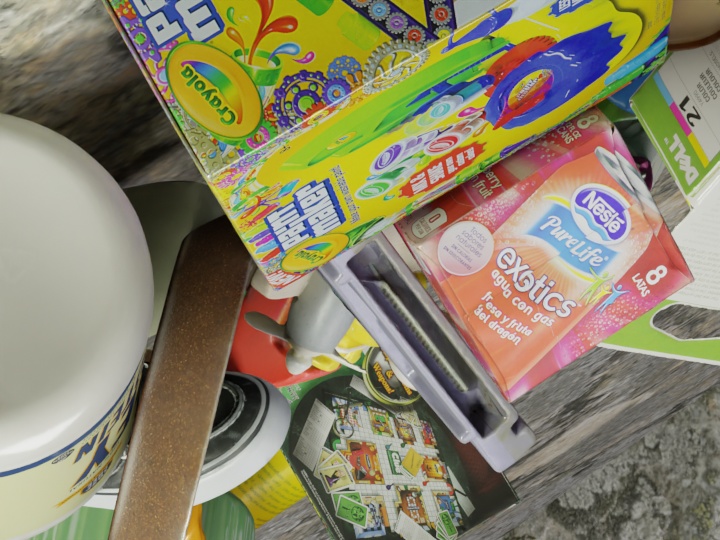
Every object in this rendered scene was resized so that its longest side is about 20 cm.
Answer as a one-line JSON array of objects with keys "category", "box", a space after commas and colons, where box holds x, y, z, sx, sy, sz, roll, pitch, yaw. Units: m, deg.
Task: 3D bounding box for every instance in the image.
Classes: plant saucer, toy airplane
[{"category": "plant saucer", "box": [-0.080, 0.065, 1.113, 0.034, 0.202, 0.200, 13, 161, -3]}, {"category": "toy airplane", "box": [0.022, -0.006, 1.349, 0.199, 0.142, 0.199, -28, 167, -16]}]

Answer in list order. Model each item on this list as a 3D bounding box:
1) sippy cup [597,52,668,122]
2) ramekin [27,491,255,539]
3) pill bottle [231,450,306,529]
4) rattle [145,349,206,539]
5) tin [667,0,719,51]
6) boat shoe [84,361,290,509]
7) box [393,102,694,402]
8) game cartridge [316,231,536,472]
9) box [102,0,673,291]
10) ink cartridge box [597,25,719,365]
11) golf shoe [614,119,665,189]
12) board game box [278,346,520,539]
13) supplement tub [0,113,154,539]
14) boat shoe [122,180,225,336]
[{"category": "sippy cup", "box": [0.184, -0.128, 1.321, 0.130, 0.140, 0.179, -3, 125, -45]}, {"category": "ramekin", "box": [-0.157, 0.178, 1.544, 0.198, 0.098, 0.200, 8, 157, 4]}, {"category": "pill bottle", "box": [-0.078, 0.113, 1.661, 0.199, 0.105, 0.104, -35, 167, 13]}, {"category": "rattle", "box": [-0.130, 0.103, 1.357, 0.200, 0.129, 0.144, 98, 13, -77]}, {"category": "tin", "box": [0.130, -0.148, 1.134, 0.200, 0.111, 0.042, 137, -29, -71]}, {"category": "boat shoe", "box": [-0.133, 0.072, 1.267, 0.198, 0.074, 0.068, -2, 144, 28]}, {"category": "box", "box": [0.057, -0.045, 1.142, 0.099, 0.096, 0.200, -33, -149, 1]}, {"category": "game cartridge", "box": [0.000, 0.000, 1.165, 0.038, 0.130, 0.200, -43, 135, -5]}, {"category": "box", "box": [0.008, -0.109, 0.964, 0.192, 0.123, 0.200, -30, 168, -1]}, {"category": "ink cartridge box", "box": [0.195, -0.047, 1.265, 0.147, 0.076, 0.200, 9, 133, -39]}, {"category": "golf shoe", "box": [0.136, -0.063, 1.445, 0.200, 0.075, 0.092, -54, 171, -45]}, {"category": "board game box", "box": [-0.004, 0.072, 1.454, 0.104, 0.201, 0.023, -30, 168, -3]}, {"category": "supplement tub", "box": [-0.161, 0.033, 1.054, 0.144, 0.146, 0.200, -28, 168, -15]}, {"category": "boat shoe", "box": [-0.140, 0.019, 1.224, 0.199, 0.072, 0.063, -31, 174, 7]}]
